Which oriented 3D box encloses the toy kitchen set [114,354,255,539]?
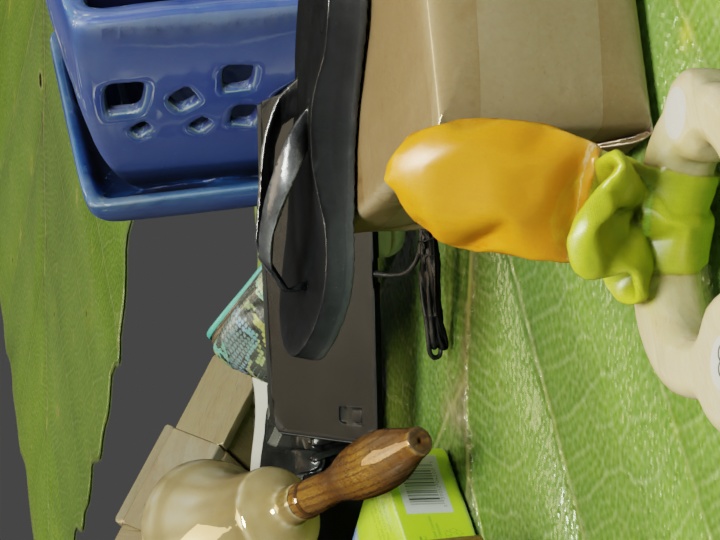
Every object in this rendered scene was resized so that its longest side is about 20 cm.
[{"bbox_3d":[-0.042,0.197,1.540,0.200,0.180,0.163,-63,-32,-15],"label":"toy kitchen set"}]

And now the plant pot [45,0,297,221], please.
[{"bbox_3d":[-0.092,-0.146,1.440,0.200,0.199,0.180,-109,17,-45],"label":"plant pot"}]

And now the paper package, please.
[{"bbox_3d":[0.049,-0.133,1.126,0.191,0.103,0.201,139,127,-70],"label":"paper package"}]

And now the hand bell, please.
[{"bbox_3d":[-0.027,0.122,1.305,0.200,0.104,0.105,-34,58,48],"label":"hand bell"}]

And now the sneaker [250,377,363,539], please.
[{"bbox_3d":[-0.024,0.087,1.443,0.088,0.075,0.201,120,145,-50],"label":"sneaker"}]

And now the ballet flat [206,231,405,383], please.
[{"bbox_3d":[-0.012,-0.014,1.384,0.200,0.074,0.074,-57,33,26],"label":"ballet flat"}]

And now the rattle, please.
[{"bbox_3d":[0.108,0.007,0.900,0.130,0.142,0.200,-54,31,34],"label":"rattle"}]

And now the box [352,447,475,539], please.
[{"bbox_3d":[0.023,0.210,1.341,0.122,0.047,0.200,-109,25,-45],"label":"box"}]

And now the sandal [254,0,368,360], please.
[{"bbox_3d":[-0.030,-0.056,1.146,0.076,0.043,0.201,-131,41,-66],"label":"sandal"}]

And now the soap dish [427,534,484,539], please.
[{"bbox_3d":[0.008,0.210,1.210,0.200,0.081,0.158,-16,95,55],"label":"soap dish"}]

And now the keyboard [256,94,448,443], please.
[{"bbox_3d":[0.000,0.000,1.330,0.127,0.021,0.201,6,105,32],"label":"keyboard"}]
